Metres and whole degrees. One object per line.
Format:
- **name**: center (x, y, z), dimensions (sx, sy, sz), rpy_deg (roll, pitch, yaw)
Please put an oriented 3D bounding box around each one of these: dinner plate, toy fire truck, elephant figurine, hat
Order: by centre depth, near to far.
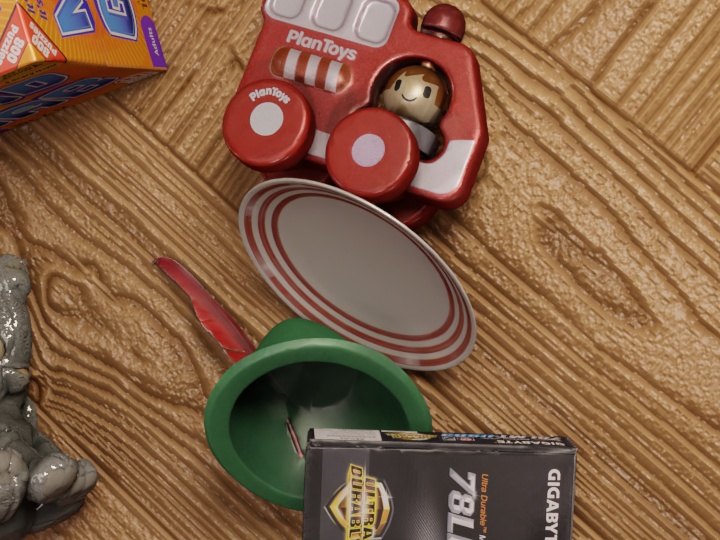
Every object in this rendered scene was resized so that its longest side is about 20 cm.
- **dinner plate**: center (0.000, 0.000, 1.196), dimensions (0.200, 0.200, 0.024), rpy_deg (24, 60, 18)
- **toy fire truck**: center (0.002, -0.130, 1.207), dimensions (0.200, 0.112, 0.168), rpy_deg (17, 82, 18)
- **hat**: center (-0.042, 0.063, 1.283), dimensions (0.166, 0.176, 0.200), rpy_deg (-33, 120, 19)
- **elephant figurine**: center (-0.310, 0.119, 1.341), dimensions (0.200, 0.155, 0.142), rpy_deg (58, 154, 19)

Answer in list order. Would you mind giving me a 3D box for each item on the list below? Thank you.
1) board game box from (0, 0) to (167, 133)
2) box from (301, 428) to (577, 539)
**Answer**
- **board game box**: center (-0.304, -0.220, 1.261), dimensions (0.199, 0.200, 0.200), rpy_deg (-18, 88, 21)
- **box**: center (0.055, 0.219, 1.205), dimensions (0.198, 0.050, 0.200), rpy_deg (3, 97, -1)
